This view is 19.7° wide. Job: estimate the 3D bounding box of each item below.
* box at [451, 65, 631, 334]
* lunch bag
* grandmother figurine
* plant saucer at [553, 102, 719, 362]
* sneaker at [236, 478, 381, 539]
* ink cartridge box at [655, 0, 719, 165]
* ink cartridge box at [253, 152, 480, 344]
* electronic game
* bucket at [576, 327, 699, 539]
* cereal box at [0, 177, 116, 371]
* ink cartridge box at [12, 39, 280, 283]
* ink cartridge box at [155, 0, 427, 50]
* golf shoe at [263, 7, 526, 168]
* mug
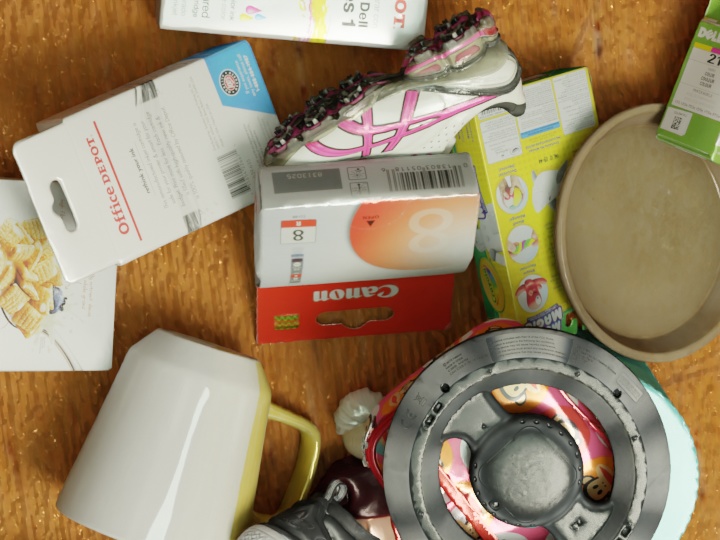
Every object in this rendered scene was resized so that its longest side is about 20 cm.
[{"bbox_3d":[0.140,-0.047,1.595,0.117,0.048,0.201,-18,99,-29],"label":"box"},{"bbox_3d":[0.097,0.154,1.497,0.176,0.082,0.200,-38,100,5],"label":"lunch bag"},{"bbox_3d":[0.009,0.190,1.637,0.121,0.061,0.201,-10,105,-29],"label":"grandmother figurine"},{"bbox_3d":[0.225,-0.029,1.605,0.199,0.029,0.201,-1,92,-31],"label":"plant saucer"},{"bbox_3d":[-0.035,0.249,1.583,0.114,0.075,0.201,-37,140,-34],"label":"sneaker"},{"bbox_3d":[0.333,-0.166,1.581,0.147,0.076,0.201,16,98,-32],"label":"ink cartridge box"},{"bbox_3d":[0.000,0.000,1.550,0.161,0.050,0.200,-4,136,-7],"label":"ink cartridge box"},{"bbox_3d":[0.115,0.138,1.432,0.199,0.042,0.201,0,98,1],"label":"electronic game"},{"bbox_3d":[0.161,0.148,1.610,0.206,0.135,0.208,-1,100,-6],"label":"bucket"},{"bbox_3d":[-0.274,0.002,1.526,0.199,0.039,0.145,0,95,-34],"label":"cereal box"},{"bbox_3d":[-0.159,-0.080,1.529,0.200,0.067,0.116,-26,104,-23],"label":"ink cartridge box"},{"bbox_3d":[-0.047,-0.244,1.535,0.199,0.084,0.145,4,100,-9],"label":"ink cartridge box"},{"bbox_3d":[0.025,-0.106,1.506,0.199,0.073,0.092,-27,110,11],"label":"golf shoe"},{"bbox_3d":[-0.131,0.131,1.586,0.149,0.186,0.154,17,89,22],"label":"mug"}]
